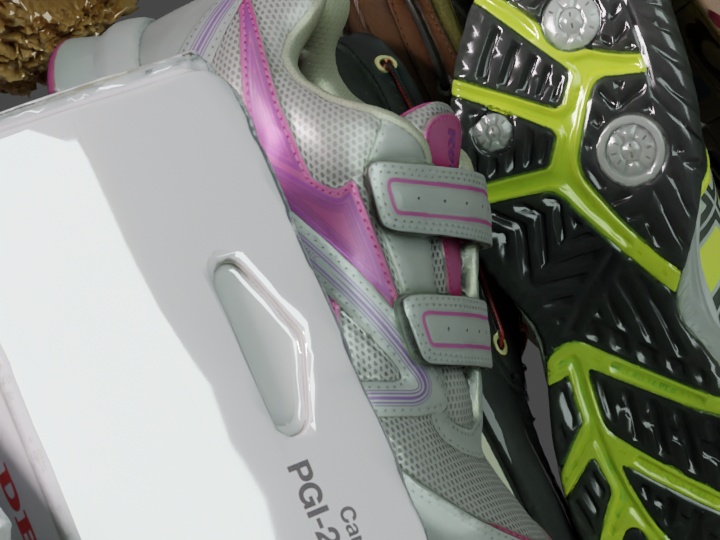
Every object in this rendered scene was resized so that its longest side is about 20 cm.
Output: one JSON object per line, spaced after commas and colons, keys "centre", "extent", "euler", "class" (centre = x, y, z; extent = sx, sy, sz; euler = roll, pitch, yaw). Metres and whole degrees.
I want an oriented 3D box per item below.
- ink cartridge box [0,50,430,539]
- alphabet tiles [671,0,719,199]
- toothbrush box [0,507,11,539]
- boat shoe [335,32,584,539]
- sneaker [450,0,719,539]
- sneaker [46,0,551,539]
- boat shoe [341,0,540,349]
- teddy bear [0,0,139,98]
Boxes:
{"centre": [-0.074, 0.052, 0.697], "extent": [0.085, 0.200, 0.146], "euler": [-20, 81, -28], "class": "ink cartridge box"}
{"centre": [0.070, -0.100, 0.838], "extent": [0.008, 0.167, 0.200], "euler": [-38, 90, -9], "class": "alphabet tiles"}
{"centre": [-0.163, 0.124, 0.629], "extent": [0.146, 0.201, 0.085], "euler": [-17, 44, -29], "class": "toothbrush box"}
{"centre": [0.024, 0.022, 0.824], "extent": [0.063, 0.074, 0.202], "euler": [-25, 84, -29], "class": "boat shoe"}
{"centre": [0.074, -0.006, 0.811], "extent": [0.075, 0.076, 0.201], "euler": [-9, 98, 12], "class": "sneaker"}
{"centre": [0.000, 0.000, 0.743], "extent": [0.088, 0.081, 0.200], "euler": [-34, 84, 10], "class": "sneaker"}
{"centre": [0.065, -0.033, 0.864], "extent": [0.200, 0.068, 0.072], "euler": [44, 60, -6], "class": "boat shoe"}
{"centre": [-0.149, -0.130, 0.812], "extent": [0.200, 0.067, 0.145], "euler": [37, 50, -3], "class": "teddy bear"}
